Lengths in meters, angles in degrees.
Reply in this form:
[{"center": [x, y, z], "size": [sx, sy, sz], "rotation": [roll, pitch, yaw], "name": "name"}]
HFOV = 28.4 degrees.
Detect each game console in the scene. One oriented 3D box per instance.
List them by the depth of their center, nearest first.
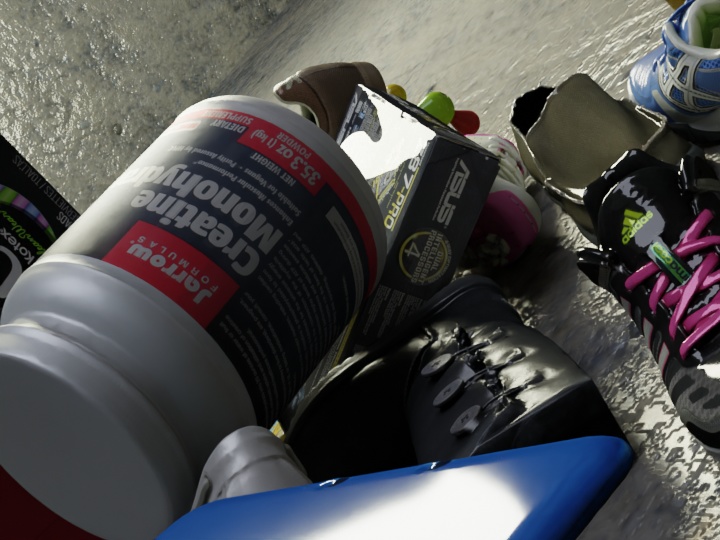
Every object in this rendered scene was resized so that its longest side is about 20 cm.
[{"center": [-0.022, 0.142, 0.393], "size": [0.199, 0.118, 0.172], "rotation": [-17, 72, 44], "name": "game console"}]

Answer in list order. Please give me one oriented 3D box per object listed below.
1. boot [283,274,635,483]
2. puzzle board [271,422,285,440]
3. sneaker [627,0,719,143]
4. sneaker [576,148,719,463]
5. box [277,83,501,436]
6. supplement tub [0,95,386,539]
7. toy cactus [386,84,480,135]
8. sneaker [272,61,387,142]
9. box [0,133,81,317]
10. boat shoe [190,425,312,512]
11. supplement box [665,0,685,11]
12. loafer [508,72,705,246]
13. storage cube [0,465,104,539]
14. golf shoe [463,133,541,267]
[{"center": [0.034, 0.089, 0.684], "size": [0.165, 0.066, 0.200], "rotation": [-48, 19, 5], "name": "boot"}, {"center": [-0.073, 0.147, 0.915], "size": [0.150, 0.017, 0.201], "rotation": [-32, 22, 47], "name": "puzzle board"}, {"center": [0.188, -0.115, 0.732], "size": [0.076, 0.077, 0.200], "rotation": [-51, 13, -9], "name": "sneaker"}, {"center": [0.130, 0.005, 0.563], "size": [0.074, 0.087, 0.200], "rotation": [-43, 15, 14], "name": "sneaker"}, {"center": [0.000, 0.000, 0.850], "size": [0.202, 0.049, 0.161], "rotation": [-68, 19, 9], "name": "box"}, {"center": [-0.088, 0.021, 0.710], "size": [0.140, 0.140, 0.200], "rotation": [-29, 19, 50], "name": "supplement tub"}, {"center": [-0.016, -0.068, 1.039], "size": [0.200, 0.165, 0.103], "rotation": [-40, 51, 16], "name": "toy cactus"}, {"center": [-0.029, -0.042, 0.959], "size": [0.070, 0.075, 0.202], "rotation": [-138, 46, -58], "name": "sneaker"}, {"center": [-0.278, 0.013, 0.852], "size": [0.124, 0.149, 0.201], "rotation": [-30, 21, 37], "name": "box"}, {"center": [-0.048, 0.127, 0.653], "size": [0.071, 0.066, 0.200], "rotation": [-23, -21, -10], "name": "boat shoe"}, {"center": [0.240, -0.249, 0.829], "size": [0.200, 0.131, 0.103], "rotation": [-39, 16, 26], "name": "supplement box"}, {"center": [0.125, -0.067, 0.799], "size": [0.075, 0.070, 0.200], "rotation": [-47, 14, -1], "name": "loafer"}, {"center": [-0.209, 0.139, 0.946], "size": [0.180, 0.171, 0.200], "rotation": [-40, 16, 20], "name": "storage cube"}, {"center": [0.075, -0.056, 0.917], "size": [0.091, 0.075, 0.200], "rotation": [-43, 16, -9], "name": "golf shoe"}]
